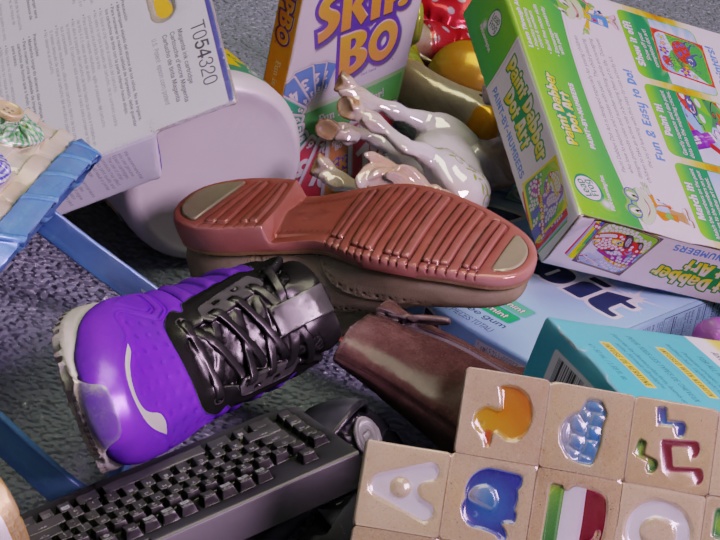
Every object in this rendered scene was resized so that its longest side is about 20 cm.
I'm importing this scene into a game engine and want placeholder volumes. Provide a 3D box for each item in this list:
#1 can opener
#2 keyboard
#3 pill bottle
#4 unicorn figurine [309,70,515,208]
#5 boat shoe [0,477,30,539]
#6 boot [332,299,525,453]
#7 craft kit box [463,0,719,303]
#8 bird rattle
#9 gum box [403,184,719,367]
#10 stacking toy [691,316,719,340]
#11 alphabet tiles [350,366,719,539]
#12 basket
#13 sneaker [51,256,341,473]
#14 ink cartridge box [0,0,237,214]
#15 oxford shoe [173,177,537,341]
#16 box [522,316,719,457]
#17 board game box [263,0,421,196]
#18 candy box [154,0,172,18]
[{"bbox_3d":[-0.032,0.117,0.834,0.063,0.079,0.200,50,30,-8],"label":"can opener"},{"bbox_3d":[-0.090,0.109,0.772,0.199,0.021,0.127,-23,28,-21],"label":"keyboard"},{"bbox_3d":[-0.127,-0.098,1.157,0.112,0.113,0.200,-6,29,-31],"label":"pill bottle"},{"bbox_3d":[0.045,-0.069,1.127,0.137,0.074,0.200,22,38,-8],"label":"unicorn figurine"},{"bbox_3d":[-0.218,0.088,0.776,0.199,0.071,0.069,13,41,41],"label":"boat shoe"},{"bbox_3d":[0.057,0.082,0.879,0.166,0.073,0.200,29,13,6],"label":"boot"},{"bbox_3d":[0.170,-0.072,1.124,0.197,0.049,0.201,15,43,-29],"label":"craft kit box"},{"bbox_3d":[0.057,-0.137,1.374,0.163,0.113,0.200,35,19,20],"label":"bird rattle"},{"bbox_3d":[0.089,0.010,1.099,0.170,0.045,0.200,29,30,35],"label":"gum box"},{"bbox_3d":[0.205,0.054,1.013,0.199,0.117,0.110,-7,26,-10],"label":"stacking toy"},{"bbox_3d":[0.091,0.129,0.744,0.199,0.167,0.006,10,-8,-3],"label":"alphabet tiles"},{"bbox_3d":[-0.173,0.008,0.912,0.200,0.139,0.176,43,23,-12],"label":"basket"},{"bbox_3d":[-0.063,0.029,0.872,0.099,0.070,0.200,-19,5,15],"label":"sneaker"},{"bbox_3d":[-0.169,-0.116,1.052,0.199,0.043,0.197,-19,55,5],"label":"ink cartridge box"},{"bbox_3d":[0.000,0.000,1.013,0.199,0.074,0.071,9,34,29],"label":"oxford shoe"},{"bbox_3d":[0.169,0.070,0.848,0.199,0.049,0.082,8,24,-31],"label":"box"},{"bbox_3d":[-0.012,-0.129,1.164,0.095,0.201,0.030,-12,34,-39],"label":"board game box"},{"bbox_3d":[-0.206,-0.106,1.108,0.200,0.026,0.102,-43,48,-10],"label":"candy box"}]
